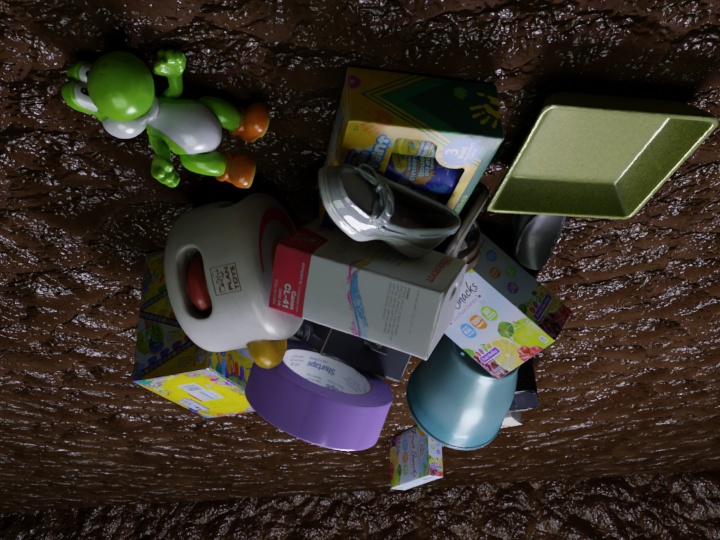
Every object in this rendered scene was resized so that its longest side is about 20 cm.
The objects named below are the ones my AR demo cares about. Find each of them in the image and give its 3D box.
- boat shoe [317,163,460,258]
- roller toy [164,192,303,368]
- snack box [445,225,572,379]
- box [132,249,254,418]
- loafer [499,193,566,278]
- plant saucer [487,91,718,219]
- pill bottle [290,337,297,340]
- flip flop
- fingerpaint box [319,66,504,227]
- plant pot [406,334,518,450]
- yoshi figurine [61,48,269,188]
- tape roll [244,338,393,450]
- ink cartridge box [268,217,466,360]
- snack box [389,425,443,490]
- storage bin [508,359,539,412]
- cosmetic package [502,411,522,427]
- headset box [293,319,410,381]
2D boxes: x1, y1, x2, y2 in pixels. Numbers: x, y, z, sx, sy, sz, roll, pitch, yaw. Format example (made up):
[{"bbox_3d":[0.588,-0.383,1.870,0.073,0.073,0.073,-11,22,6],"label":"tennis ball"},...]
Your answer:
[{"bbox_3d":[0.031,-0.067,0.739,0.064,0.076,0.200,-27,149,30],"label":"boat shoe"},{"bbox_3d":[-0.146,0.004,0.889,0.137,0.203,0.184,-11,139,17],"label":"roller toy"},{"bbox_3d":[0.175,0.046,1.020,0.199,0.068,0.169,41,148,4],"label":"snack box"},{"bbox_3d":[-0.223,0.093,1.050,0.119,0.197,0.200,-10,151,16],"label":"box"},{"bbox_3d":[0.243,-0.034,0.975,0.071,0.074,0.201,-1,153,-3],"label":"loafer"},{"bbox_3d":[0.264,-0.135,0.810,0.195,0.049,0.201,2,153,-9],"label":"plant saucer"},{"bbox_3d":[-0.119,0.162,1.280,0.110,0.114,0.199,-18,149,28],"label":"pill bottle"},{"bbox_3d":[0.121,-0.016,0.907,0.056,0.204,0.081,13,-168,-19],"label":"flip flop"},{"bbox_3d":[0.046,-0.121,0.791,0.163,0.075,0.201,4,152,-11],"label":"fingerpaint box"},{"bbox_3d":[0.200,0.190,1.294,0.195,0.203,0.190,4,137,-13],"label":"plant pot"},{"bbox_3d":[-0.187,-0.152,0.692,0.197,0.114,0.112,17,132,-28],"label":"yoshi figurine"},{"bbox_3d":[-0.056,0.165,0.968,0.196,0.067,0.200,20,-170,-4],"label":"tape roll"},{"bbox_3d":[0.012,0.014,0.826,0.196,0.087,0.147,19,-160,14],"label":"ink cartridge box"},{"bbox_3d":[0.150,0.511,1.940,0.052,0.145,0.200,13,150,-26],"label":"snack box"},{"bbox_3d":[0.268,0.239,1.483,0.195,0.096,0.136,-9,152,15],"label":"storage bin"},{"bbox_3d":[0.259,0.310,1.609,0.196,0.106,0.087,-15,152,26],"label":"cosmetic package"},{"bbox_3d":[-0.030,0.070,1.028,0.173,0.094,0.198,27,178,-44],"label":"headset box"}]
